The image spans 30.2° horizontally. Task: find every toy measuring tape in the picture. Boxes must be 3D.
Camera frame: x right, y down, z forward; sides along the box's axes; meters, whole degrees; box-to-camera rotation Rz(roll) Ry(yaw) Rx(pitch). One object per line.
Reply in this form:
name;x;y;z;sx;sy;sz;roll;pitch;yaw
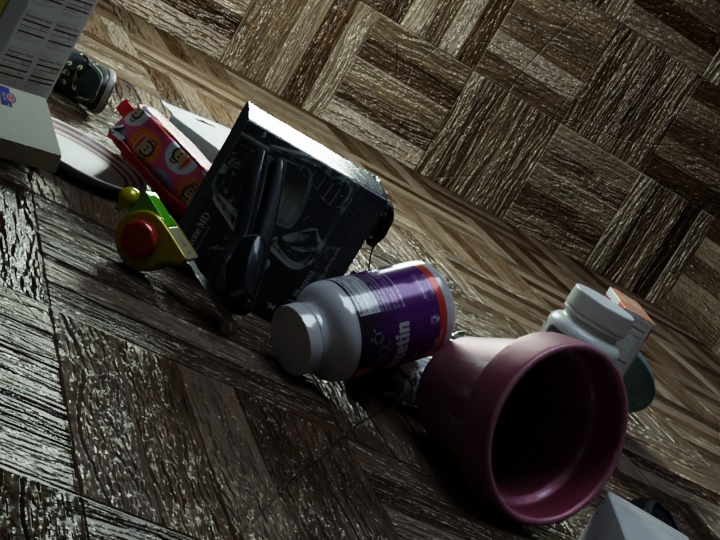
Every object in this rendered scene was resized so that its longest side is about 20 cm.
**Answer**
toy measuring tape;-0.214;-0.002;1.463;0.201;0.073;0.074;56;14;6

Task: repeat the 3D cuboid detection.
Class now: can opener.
can opener;-0.116;-0.043;1.475;0.078;0.202;0.063;-12;-38;34

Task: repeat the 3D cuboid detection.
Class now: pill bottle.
pill bottle;0.002;0.059;1.485;0.198;0.114;0.112;-13;38;-36
pill bottle;0.286;0.127;1.843;0.113;0.201;0.114;30;11;-7

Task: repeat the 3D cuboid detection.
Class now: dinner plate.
dinner plate;-0.369;-0.149;1.730;0.199;0.024;0.200;30;11;-6

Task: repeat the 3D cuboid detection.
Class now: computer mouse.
computer mouse;0.000;0.000;1.657;0.034;0.202;0.059;3;28;-24

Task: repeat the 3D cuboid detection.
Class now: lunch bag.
lunch bag;-0.264;-0.158;1.783;0.176;0.082;0.200;47;1;-2

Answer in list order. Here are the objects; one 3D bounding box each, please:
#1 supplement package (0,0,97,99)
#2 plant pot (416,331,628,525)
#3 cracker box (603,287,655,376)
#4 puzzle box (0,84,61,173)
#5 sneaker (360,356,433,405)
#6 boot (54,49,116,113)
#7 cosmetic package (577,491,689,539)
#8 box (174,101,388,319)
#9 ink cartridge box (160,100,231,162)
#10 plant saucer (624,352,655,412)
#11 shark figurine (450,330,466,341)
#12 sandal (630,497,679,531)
supplement package;-0.504;-0.368;1.857;0.190;0.201;0.147;34;11;19
plant pot;0.162;0.156;1.458;0.199;0.202;0.178;24;-3;-35
cracker box;0.356;0.135;1.999;0.057;0.201;0.134;30;10;-5
puzzle box;-0.437;-0.184;1.611;0.132;0.026;0.200;16;20;-25
sneaker;0.064;0.137;1.576;0.198;0.078;0.086;26;22;6
boot;-0.468;-0.311;2.046;0.153;0.074;0.203;22;8;-31
cosmetic package;0.284;0.311;1.334;0.107;0.085;0.200;31;12;-1
box;-0.101;-0.062;1.611;0.195;0.201;0.124;29;12;-12
ink cartridge box;-0.237;-0.208;2.306;0.200;0.041;0.199;40;14;37
plant saucer;0.389;0.150;2.150;0.199;0.027;0.201;28;-32;19
shark figurine;0.109;0.120;1.704;0.213;0.091;0.128;20;29;34
sandal;0.367;0.319;1.633;0.076;0.043;0.200;32;11;4
